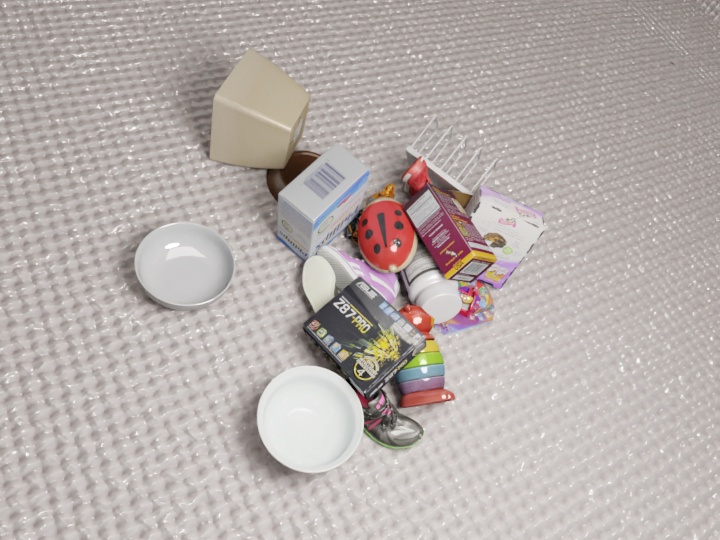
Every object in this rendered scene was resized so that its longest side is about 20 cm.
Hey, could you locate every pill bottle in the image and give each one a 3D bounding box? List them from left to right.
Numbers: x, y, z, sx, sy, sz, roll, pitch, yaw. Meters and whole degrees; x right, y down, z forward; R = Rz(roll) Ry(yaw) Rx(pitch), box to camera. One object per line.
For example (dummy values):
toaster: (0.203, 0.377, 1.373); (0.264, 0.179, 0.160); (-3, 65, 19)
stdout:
pill bottle: (0.150, 0.012, 1.435); (0.113, 0.115, 0.201); (0, 46, -18)

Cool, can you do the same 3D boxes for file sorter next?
file sorter: (0.230, -0.277, 1.633); (0.199, 0.139, 0.125); (38, 90, 9)

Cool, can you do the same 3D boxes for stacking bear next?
stacking bear: (0.118, 0.169, 1.316); (0.112, 0.121, 0.202); (-11, 76, 9)

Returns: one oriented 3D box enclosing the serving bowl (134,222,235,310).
serving bowl: (-0.359, 0.000, 1.325); (0.198, 0.066, 0.202); (9, 55, -13)

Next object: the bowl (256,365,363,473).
bowl: (-0.099, 0.288, 1.206); (0.199, 0.091, 0.203); (9, 55, -12)

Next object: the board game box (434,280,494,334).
board game box: (0.225, 0.057, 1.498); (0.198, 0.039, 0.159); (-11, 62, -25)

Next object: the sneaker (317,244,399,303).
sneaker: (0.000, 0.000, 1.449); (0.200, 0.073, 0.114); (43, 50, 0)

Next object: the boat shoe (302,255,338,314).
boat shoe: (-0.075, 0.064, 1.382); (0.071, 0.060, 0.203); (-18, 62, -2)

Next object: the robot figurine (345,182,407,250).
robot figurine: (0.053, -0.117, 1.544); (0.144, 0.058, 0.200); (33, 53, 6)

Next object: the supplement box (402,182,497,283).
supplement box: (0.191, -0.080, 1.397); (0.110, 0.086, 0.201); (9, 46, -52)

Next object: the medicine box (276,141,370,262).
medicine box: (-0.084, -0.143, 1.408); (0.103, 0.200, 0.182); (39, 66, 10)

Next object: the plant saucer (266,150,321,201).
plant saucer: (-0.127, -0.223, 1.570); (0.198, 0.037, 0.202); (9, 56, -13)

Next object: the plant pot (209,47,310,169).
plant pot: (-0.227, -0.355, 1.518); (0.175, 0.201, 0.201); (23, 53, -1)

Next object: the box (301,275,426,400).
box: (0.006, 0.129, 1.271); (0.161, 0.049, 0.200); (-38, 60, -15)

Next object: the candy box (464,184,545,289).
candy box: (0.301, -0.075, 1.499); (0.166, 0.201, 0.072); (23, 39, -9)

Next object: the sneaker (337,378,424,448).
sneaker: (0.035, 0.279, 1.261); (0.199, 0.084, 0.077); (28, 54, 1)

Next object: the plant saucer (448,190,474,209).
plant saucer: (0.289, -0.140, 1.584); (0.198, 0.200, 0.036); (23, 88, -3)

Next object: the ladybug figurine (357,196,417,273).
ladybug figurine: (0.056, -0.085, 1.424); (0.134, 0.072, 0.202); (-17, 55, 6)

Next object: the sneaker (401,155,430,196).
sneaker: (0.164, -0.201, 1.563); (0.115, 0.200, 0.078); (43, 91, 7)
